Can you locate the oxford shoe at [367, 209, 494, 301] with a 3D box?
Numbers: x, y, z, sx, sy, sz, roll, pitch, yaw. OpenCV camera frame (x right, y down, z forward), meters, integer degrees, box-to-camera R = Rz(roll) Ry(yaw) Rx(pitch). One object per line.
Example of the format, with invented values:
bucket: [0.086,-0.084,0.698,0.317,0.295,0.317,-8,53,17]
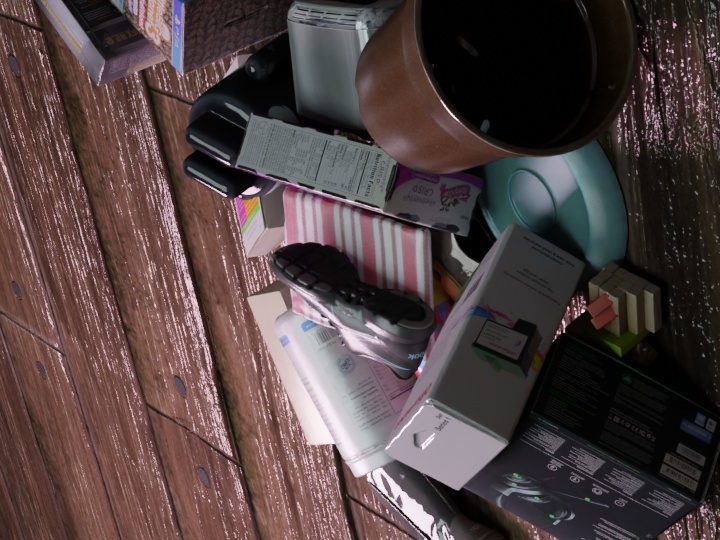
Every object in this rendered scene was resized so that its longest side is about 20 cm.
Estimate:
oxford shoe: [0.082,-0.044,1.606,0.200,0.071,0.073,42,136,18]

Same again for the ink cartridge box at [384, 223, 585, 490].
ink cartridge box: [0.112,0.081,1.452,0.084,0.201,0.145,29,151,-2]

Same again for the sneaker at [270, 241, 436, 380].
sneaker: [-0.015,0.041,1.602,0.199,0.075,0.080,31,133,29]

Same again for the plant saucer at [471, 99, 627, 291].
plant saucer: [0.166,-0.068,1.481,0.200,0.027,0.201,38,142,38]

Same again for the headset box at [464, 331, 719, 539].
headset box: [0.208,0.173,1.474,0.173,0.093,0.200,28,147,-1]

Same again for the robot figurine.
robot figurine: [-0.100,-0.156,1.658,0.150,0.200,0.125,-25,103,48]

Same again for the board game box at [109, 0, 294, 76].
board game box: [-0.179,-0.326,1.687,0.200,0.159,0.097,46,148,28]

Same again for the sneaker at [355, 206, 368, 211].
sneaker: [-0.030,-0.074,1.744,0.199,0.080,0.084,-4,105,60]

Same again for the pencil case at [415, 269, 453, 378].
pencil case: [0.082,0.083,1.680,0.201,0.088,0.088,58,151,3]

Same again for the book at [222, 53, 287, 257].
book: [-0.124,-0.128,1.820,0.134,0.048,0.202,144,116,-67]

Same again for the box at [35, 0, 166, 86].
box: [-0.247,-0.307,1.772,0.159,0.199,0.048,52,147,15]

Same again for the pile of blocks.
pile of blocks: [0.218,0.078,1.471,0.082,0.062,0.201,45,151,19]

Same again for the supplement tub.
supplement tub: [0.001,0.114,1.792,0.201,0.131,0.132,62,151,2]

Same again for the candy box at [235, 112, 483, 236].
candy box: [-0.002,-0.093,1.530,0.199,0.136,0.062,19,94,39]

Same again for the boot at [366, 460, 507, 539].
boot: [0.082,0.316,1.891,0.199,0.072,0.183,33,126,32]

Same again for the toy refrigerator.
toy refrigerator: [-0.056,0.106,1.943,0.076,0.070,0.201,-12,104,53]

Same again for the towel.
towel: [0.000,0.000,1.642,0.199,0.030,0.147,19,124,37]

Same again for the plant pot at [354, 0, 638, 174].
plant pot: [0.098,-0.175,1.345,0.201,0.199,0.198,64,157,-2]

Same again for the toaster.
toaster: [0.011,-0.203,1.532,0.199,0.113,0.130,21,129,52]
